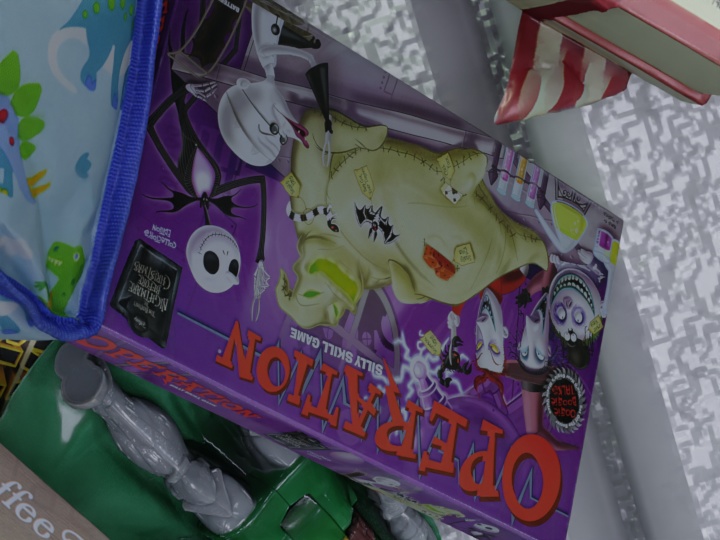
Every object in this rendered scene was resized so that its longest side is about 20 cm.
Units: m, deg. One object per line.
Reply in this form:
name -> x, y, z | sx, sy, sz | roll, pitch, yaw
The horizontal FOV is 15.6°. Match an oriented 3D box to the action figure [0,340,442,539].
action figure -> -0.024, 0.077, 0.846 | 0.118, 0.055, 0.200 | -48, 128, -9

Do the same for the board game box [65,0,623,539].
board game box -> 0.000, 0.000, 0.806 | 0.200, 0.032, 0.121 | 28, 69, -38

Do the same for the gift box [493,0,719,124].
gift box -> 0.068, -0.148, 0.782 | 0.184, 0.187, 0.200 | 34, 93, -7

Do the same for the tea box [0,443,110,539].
tea box -> -0.141, 0.164, 0.792 | 0.200, 0.134, 0.197 | 42, 135, -8

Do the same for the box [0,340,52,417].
box -> -0.113, -0.006, 0.860 | 0.159, 0.049, 0.201 | 25, 95, -5

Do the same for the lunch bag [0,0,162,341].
lunch bag -> -0.147, -0.088, 0.740 | 0.169, 0.127, 0.201 | 1, 73, 36
